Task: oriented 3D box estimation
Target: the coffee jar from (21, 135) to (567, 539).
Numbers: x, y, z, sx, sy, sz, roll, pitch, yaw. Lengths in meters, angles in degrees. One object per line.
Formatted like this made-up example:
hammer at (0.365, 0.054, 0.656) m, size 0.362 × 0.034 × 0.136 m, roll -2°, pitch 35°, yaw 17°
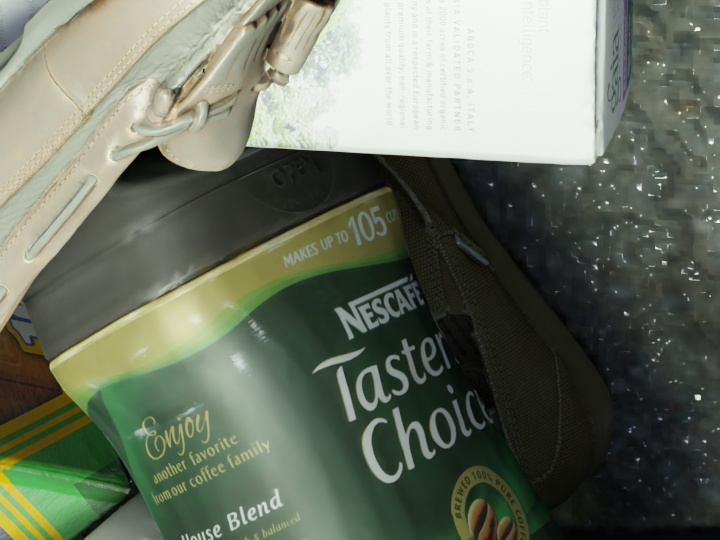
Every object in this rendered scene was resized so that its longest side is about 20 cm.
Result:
coffee jar at (-0.009, 0.055, 0.787) m, size 0.085 × 0.104 × 0.200 m, roll -29°, pitch 89°, yaw 43°

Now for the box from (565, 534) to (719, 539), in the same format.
box at (0.111, 0.192, 0.914) m, size 0.148 × 0.107 × 0.201 m, roll -1°, pitch 116°, yaw 15°

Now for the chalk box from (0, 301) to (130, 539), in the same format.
chalk box at (-0.188, 0.030, 0.837) m, size 0.124 × 0.200 × 0.125 m, roll -37°, pitch 59°, yaw 26°

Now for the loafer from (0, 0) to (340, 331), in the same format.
loafer at (-0.053, -0.041, 0.705) m, size 0.200 × 0.072 × 0.063 m, roll -33°, pitch 94°, yaw 32°

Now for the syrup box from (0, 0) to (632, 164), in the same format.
syrup box at (-0.029, -0.084, 0.768) m, size 0.199 × 0.081 × 0.079 m, roll 3°, pitch 118°, yaw 8°

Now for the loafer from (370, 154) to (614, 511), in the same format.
loafer at (0.000, 0.000, 0.866) m, size 0.200 × 0.067 × 0.076 m, roll 45°, pitch 117°, yaw -11°

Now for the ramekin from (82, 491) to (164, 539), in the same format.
ramekin at (-0.084, 0.143, 0.891) m, size 0.202 × 0.202 × 0.094 m, roll -41°, pitch 90°, yaw 27°
